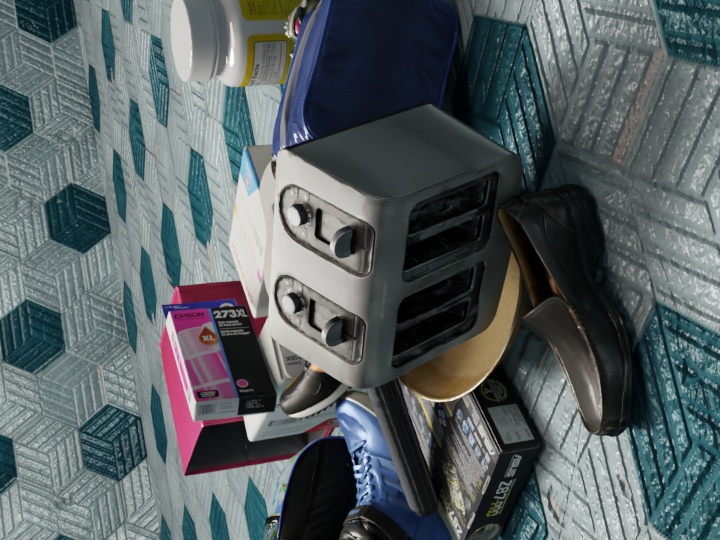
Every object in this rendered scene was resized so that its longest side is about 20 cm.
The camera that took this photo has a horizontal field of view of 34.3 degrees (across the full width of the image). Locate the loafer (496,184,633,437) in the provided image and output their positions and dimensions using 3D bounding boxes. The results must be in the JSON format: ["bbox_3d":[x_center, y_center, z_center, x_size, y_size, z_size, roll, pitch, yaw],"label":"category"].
[{"bbox_3d":[0.156,0.034,0.907,0.073,0.072,0.202,130,129,-64],"label":"loafer"}]

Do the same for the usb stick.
[{"bbox_3d":[0.034,0.149,1.120,0.055,0.032,0.201,-130,18,-62],"label":"usb stick"}]

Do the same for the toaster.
[{"bbox_3d":[0.030,-0.024,0.945,0.118,0.199,0.182,34,132,35],"label":"toaster"}]

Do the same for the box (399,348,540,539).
[{"bbox_3d":[0.097,0.142,1.139,0.162,0.049,0.201,106,150,-43],"label":"box"}]

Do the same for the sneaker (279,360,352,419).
[{"bbox_3d":[-0.024,0.072,1.237,0.090,0.200,0.070,48,-163,-17],"label":"sneaker"}]

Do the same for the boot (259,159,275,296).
[{"bbox_3d":[-0.052,-0.035,1.254,0.073,0.090,0.201,-46,37,39],"label":"boot"}]

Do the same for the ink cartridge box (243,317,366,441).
[{"bbox_3d":[-0.057,0.124,1.403,0.200,0.143,0.084,121,138,-58],"label":"ink cartridge box"}]

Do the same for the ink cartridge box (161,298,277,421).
[{"bbox_3d":[-0.166,0.090,1.348,0.200,0.094,0.037,-118,31,-48],"label":"ink cartridge box"}]

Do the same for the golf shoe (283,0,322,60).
[{"bbox_3d":[-0.015,-0.204,1.275,0.078,0.087,0.201,-71,-29,-44],"label":"golf shoe"}]

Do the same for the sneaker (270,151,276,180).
[{"bbox_3d":[-0.013,-0.061,1.196,0.079,0.089,0.201,-44,61,36],"label":"sneaker"}]

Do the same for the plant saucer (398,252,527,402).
[{"bbox_3d":[0.090,0.020,1.065,0.200,0.035,0.202,-19,67,52],"label":"plant saucer"}]

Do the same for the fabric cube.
[{"bbox_3d":[-0.155,0.143,1.599,0.197,0.198,0.201,116,143,-57],"label":"fabric cube"}]

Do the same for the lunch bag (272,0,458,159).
[{"bbox_3d":[-0.001,-0.166,1.118,0.132,0.135,0.202,161,126,-71],"label":"lunch bag"}]

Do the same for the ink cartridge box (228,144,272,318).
[{"bbox_3d":[-0.082,-0.043,1.441,0.201,0.124,0.129,107,149,-49],"label":"ink cartridge box"}]

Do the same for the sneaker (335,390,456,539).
[{"bbox_3d":[0.012,0.228,1.210,0.201,0.111,0.077,54,151,8],"label":"sneaker"}]

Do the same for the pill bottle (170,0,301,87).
[{"bbox_3d":[-0.109,-0.270,1.329,0.114,0.198,0.115,173,90,-69],"label":"pill bottle"}]

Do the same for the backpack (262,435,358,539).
[{"bbox_3d":[-0.020,0.292,1.300,0.147,0.181,0.202,127,153,-70],"label":"backpack"}]
